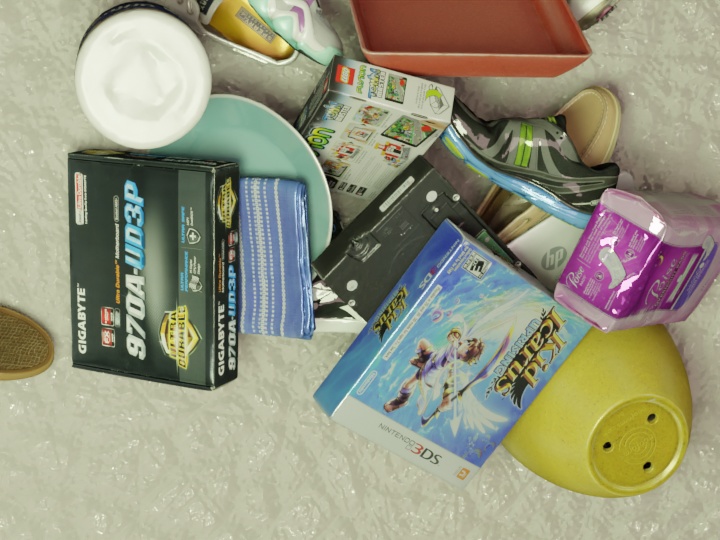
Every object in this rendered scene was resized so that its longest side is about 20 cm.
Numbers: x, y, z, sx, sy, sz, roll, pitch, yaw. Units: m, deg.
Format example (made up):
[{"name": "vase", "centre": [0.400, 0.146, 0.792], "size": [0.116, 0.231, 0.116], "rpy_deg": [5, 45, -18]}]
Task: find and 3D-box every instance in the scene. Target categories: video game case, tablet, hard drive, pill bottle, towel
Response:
[{"name": "video game case", "centre": [0.085, 0.080, 1.389], "size": [0.181, 0.045, 0.201], "rpy_deg": [31, 100, -36]}, {"name": "tablet", "centre": [0.188, -0.003, 1.480], "size": [0.199, 0.014, 0.130], "rpy_deg": [-33, 136, -2]}, {"name": "hard drive", "centre": [0.066, 0.008, 1.390], "size": [0.140, 0.038, 0.200], "rpy_deg": [-45, 125, 3]}, {"name": "pill bottle", "centre": [-0.186, -0.171, 1.315], "size": [0.110, 0.200, 0.112], "rpy_deg": [-2, 102, -9]}, {"name": "towel", "centre": [-0.132, -0.012, 1.396], "size": [0.198, 0.024, 0.146], "rpy_deg": [3, 104, 25]}]

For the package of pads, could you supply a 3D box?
[{"name": "package of pads", "centre": [0.268, -0.012, 1.422], "size": [0.075, 0.199, 0.121], "rpy_deg": [35, 109, 28]}]

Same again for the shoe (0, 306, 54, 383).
[{"name": "shoe", "centre": [-0.381, 0.065, 1.416], "size": [0.198, 0.053, 0.071], "rpy_deg": [9, 68, -15]}]

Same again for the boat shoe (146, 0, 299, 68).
[{"name": "boat shoe", "centre": [-0.137, -0.243, 1.375], "size": [0.199, 0.070, 0.071], "rpy_deg": [35, 95, -15]}]

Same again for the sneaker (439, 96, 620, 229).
[{"name": "sneaker", "centre": [0.144, -0.112, 1.385], "size": [0.198, 0.071, 0.083], "rpy_deg": [28, 96, -12]}]

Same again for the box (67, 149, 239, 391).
[{"name": "box", "centre": [-0.186, -0.003, 1.390], "size": [0.158, 0.046, 0.202], "rpy_deg": [8, 104, 25]}]

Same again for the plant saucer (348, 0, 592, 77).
[{"name": "plant saucer", "centre": [0.085, -0.224, 1.365], "size": [0.197, 0.201, 0.037], "rpy_deg": [-1, 126, -9]}]

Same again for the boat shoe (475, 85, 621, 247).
[{"name": "boat shoe", "centre": [0.171, -0.089, 1.450], "size": [0.064, 0.071, 0.201], "rpy_deg": [25, 101, -53]}]

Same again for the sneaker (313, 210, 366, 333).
[{"name": "sneaker", "centre": [0.000, 0.000, 1.449], "size": [0.198, 0.073, 0.113], "rpy_deg": [0, 104, -8]}]

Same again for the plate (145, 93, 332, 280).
[{"name": "plate", "centre": [-0.109, -0.063, 1.401], "size": [0.198, 0.026, 0.202], "rpy_deg": [9, 112, 24]}]

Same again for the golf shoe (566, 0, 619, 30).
[{"name": "golf shoe", "centre": [0.231, -0.318, 1.424], "size": [0.092, 0.073, 0.201], "rpy_deg": [30, 86, -8]}]

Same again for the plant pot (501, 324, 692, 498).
[{"name": "plant pot", "centre": [0.235, 0.136, 1.469], "size": [0.198, 0.142, 0.202], "rpy_deg": [-4, 111, -12]}]

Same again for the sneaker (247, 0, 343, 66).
[{"name": "sneaker", "centre": [-0.054, -0.284, 1.323], "size": [0.140, 0.078, 0.200], "rpy_deg": [-44, 94, 3]}]

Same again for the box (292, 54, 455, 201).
[{"name": "box", "centre": [0.000, -0.120, 1.363], "size": [0.109, 0.200, 0.035], "rpy_deg": [14, 69, -12]}]
